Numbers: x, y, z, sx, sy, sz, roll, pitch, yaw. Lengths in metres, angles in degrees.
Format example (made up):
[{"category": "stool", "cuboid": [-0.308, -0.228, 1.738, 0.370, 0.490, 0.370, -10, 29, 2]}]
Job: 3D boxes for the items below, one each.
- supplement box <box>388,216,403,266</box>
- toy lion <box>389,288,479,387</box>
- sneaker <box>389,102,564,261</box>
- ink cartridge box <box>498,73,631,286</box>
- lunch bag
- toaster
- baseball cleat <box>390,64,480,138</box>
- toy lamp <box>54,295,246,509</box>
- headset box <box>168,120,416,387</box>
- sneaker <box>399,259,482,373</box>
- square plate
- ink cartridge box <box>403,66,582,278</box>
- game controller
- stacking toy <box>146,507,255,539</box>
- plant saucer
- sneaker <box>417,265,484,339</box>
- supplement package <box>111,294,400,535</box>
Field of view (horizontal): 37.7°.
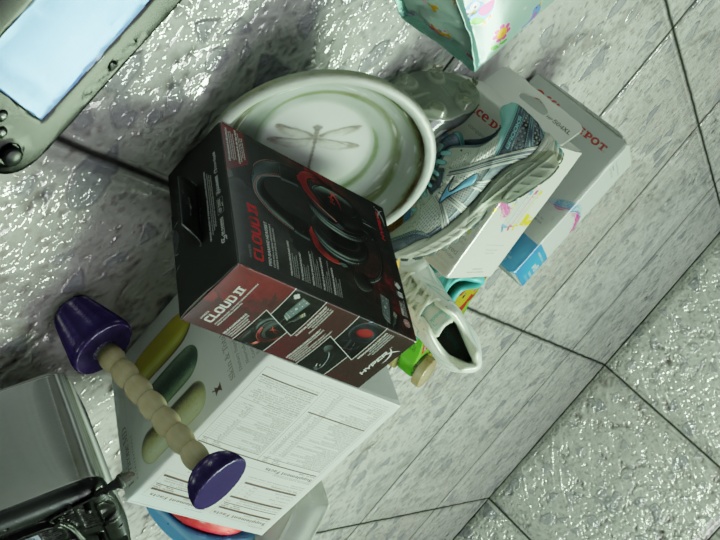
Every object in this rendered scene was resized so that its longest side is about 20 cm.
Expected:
[{"category": "supplement box", "cuboid": [0.000, 0.000, 1.116, 0.069, 0.066, 0.201, -34, 144, -33]}, {"category": "toy lion", "cuboid": [0.123, 0.043, 1.478, 0.192, 0.068, 0.201, -44, 159, -28]}, {"category": "sneaker", "cuboid": [0.093, -0.087, 1.025, 0.199, 0.087, 0.078, -35, -169, 13]}, {"category": "ink cartridge box", "cuboid": [0.201, -0.107, 1.243, 0.200, 0.144, 0.085, -48, 158, 3]}, {"category": "lunch bag", "cuboid": [0.098, -0.283, 0.800, 0.170, 0.122, 0.200, -41, 149, -8]}, {"category": "toaster", "cuboid": [-0.280, 0.190, 0.850, 0.198, 0.119, 0.181, -20, 151, -15]}, {"category": "baseball cleat", "cuboid": [0.024, -0.129, 1.006, 0.199, 0.070, 0.107, -21, 153, -30]}, {"category": "toy lamp", "cuboid": [-0.171, 0.096, 0.827, 0.058, 0.200, 0.058, -39, 156, -21]}, {"category": "headset box", "cuboid": [-0.062, -0.013, 0.821, 0.199, 0.150, 0.075, 26, 127, -36]}, {"category": "sneaker", "cuboid": [0.071, 0.035, 1.181, 0.070, 0.200, 0.080, -43, -174, -1]}, {"category": "square plate", "cuboid": [-0.107, 0.253, 1.242, 0.028, 0.201, 0.199, 1, 133, -28]}, {"category": "ink cartridge box", "cuboid": [0.129, -0.109, 1.132, 0.201, 0.128, 0.125, -56, 156, 19]}, {"category": "game controller", "cuboid": [-0.176, -0.148, 0.624, 0.200, 0.042, 0.104, -48, 158, 0]}, {"category": "stacking toy", "cuboid": [-0.154, 0.212, 1.213, 0.109, 0.116, 0.202, 6, 110, -54]}, {"category": "plant saucer", "cuboid": [-0.038, -0.099, 0.880, 0.198, 0.051, 0.201, -7, 140, -5]}, {"category": "sneaker", "cuboid": [0.063, 0.050, 1.245, 0.200, 0.080, 0.078, -45, 157, -7]}, {"category": "supplement package", "cuboid": [-0.099, 0.103, 0.931, 0.150, 0.152, 0.200, 25, 121, -37]}]
